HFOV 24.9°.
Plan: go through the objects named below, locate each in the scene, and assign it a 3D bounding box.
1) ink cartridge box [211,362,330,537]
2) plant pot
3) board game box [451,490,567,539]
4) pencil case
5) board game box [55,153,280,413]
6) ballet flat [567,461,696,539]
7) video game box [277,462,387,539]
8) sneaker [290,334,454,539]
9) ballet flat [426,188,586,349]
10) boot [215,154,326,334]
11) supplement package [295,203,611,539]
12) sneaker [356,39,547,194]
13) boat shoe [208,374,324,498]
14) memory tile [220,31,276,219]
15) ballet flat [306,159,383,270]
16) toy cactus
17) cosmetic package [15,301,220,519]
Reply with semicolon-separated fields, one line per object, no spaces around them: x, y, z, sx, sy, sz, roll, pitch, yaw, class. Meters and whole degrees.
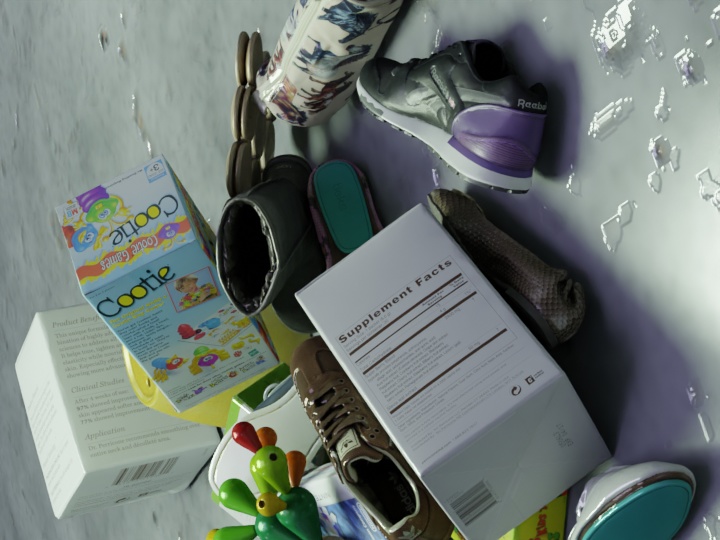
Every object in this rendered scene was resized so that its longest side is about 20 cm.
-0.035;0.206;1.510;0.200;0.076;0.148;35;134;22;ink cartridge box
-0.154;0.071;1.614;0.200;0.142;0.200;33;128;57;plant pot
0.085;0.153;1.270;0.200;0.048;0.102;38;132;54;board game box
-0.027;-0.194;1.324;0.078;0.089;0.200;69;153;20;pencil case
-0.161;0.015;1.381;0.103;0.105;0.200;65;-179;37;board game box
0.168;0.178;1.106;0.069;0.069;0.200;59;148;36;ballet flat
0.014;0.254;1.378;0.200;0.047;0.182;58;153;-1;video game box
0.003;0.126;1.254;0.070;0.076;0.200;-42;67;11;sneaker
0.106;-0.010;1.181;0.067;0.046;0.200;56;176;-36;ballet flat
-0.069;-0.002;1.382;0.200;0.072;0.182;-86;-16;-72;boot
0.063;0.074;1.157;0.200;0.120;0.121;53;179;43;supplement package
0.073;-0.133;1.187;0.200;0.076;0.088;40;119;48;sneaker
-0.053;0.125;1.418;0.075;0.062;0.200;41;104;6;boat shoe
-0.098;-0.100;1.444;0.153;0.017;0.200;59;-144;-78;memory tile
0.000;0.000;1.377;0.071;0.069;0.200;77;177;-62;ballet flat
-0.059;0.223;1.335;0.165;0.102;0.200;32;134;22;toy cactus
-0.283;0.153;1.874;0.166;0.167;0.200;-53;52;57;cosmetic package
